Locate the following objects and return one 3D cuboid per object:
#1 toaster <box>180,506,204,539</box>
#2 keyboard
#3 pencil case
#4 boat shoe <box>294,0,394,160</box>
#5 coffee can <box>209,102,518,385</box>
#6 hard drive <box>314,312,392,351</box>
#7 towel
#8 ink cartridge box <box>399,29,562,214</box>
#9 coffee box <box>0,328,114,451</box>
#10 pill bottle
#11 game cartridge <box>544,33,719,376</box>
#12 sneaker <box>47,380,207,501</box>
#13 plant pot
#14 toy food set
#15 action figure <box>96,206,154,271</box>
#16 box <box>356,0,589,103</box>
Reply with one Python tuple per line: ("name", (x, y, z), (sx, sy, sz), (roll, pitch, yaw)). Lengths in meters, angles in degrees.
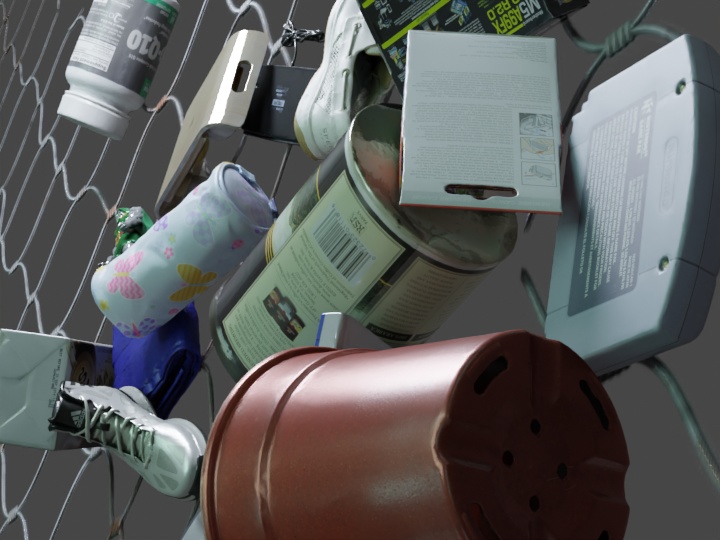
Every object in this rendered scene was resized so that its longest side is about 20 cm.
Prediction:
("toaster", (-0.081, 0.258, 1.140), (0.202, 0.113, 0.129), (-65, 28, 1))
("keyboard", (-0.070, -0.193, 1.607), (0.200, 0.020, 0.129), (21, 95, 65))
("pencil case", (-0.175, -0.020, 1.541), (0.199, 0.083, 0.091), (-39, 53, 21))
("boat shoe", (0.005, -0.183, 1.398), (0.069, 0.071, 0.202), (-5, 54, 34))
("coffee can", (0.000, 0.000, 1.144), (0.200, 0.145, 0.147), (-48, 30, 35))
("hard drive", (-0.004, 0.148, 1.051), (0.025, 0.132, 0.202), (-4, 63, 34))
("towel", (-0.210, 0.067, 1.649), (0.148, 0.049, 0.201), (-49, 32, 29))
("ink cartridge box", (0.080, -0.087, 1.057), (0.201, 0.107, 0.051), (-84, -3, -49))
("coffee box", (-0.319, 0.127, 1.649), (0.200, 0.079, 0.115), (43, -126, -81))
("pill bottle", (-0.327, -0.285, 2.105), (0.113, 0.112, 0.202), (17, 85, 66))
("game cartridge", (0.171, -0.037, 0.956), (0.133, 0.041, 0.202), (-24, 49, 52))
("sneaker", (-0.230, 0.161, 1.483), (0.200, 0.114, 0.077), (26, 101, 49))
("plant pot", (0.041, 0.126, 0.921), (0.194, 0.199, 0.203), (-19, 52, 48))
("toy food set", (-0.155, -0.148, 1.690), (0.200, 0.060, 0.145), (-51, 21, 48))
("action figure", (-0.273, -0.022, 1.850), (0.119, 0.054, 0.201), (-61, 21, 21))
("box", (0.069, -0.232, 1.206), (0.199, 0.044, 0.162), (-28, 88, 56))
